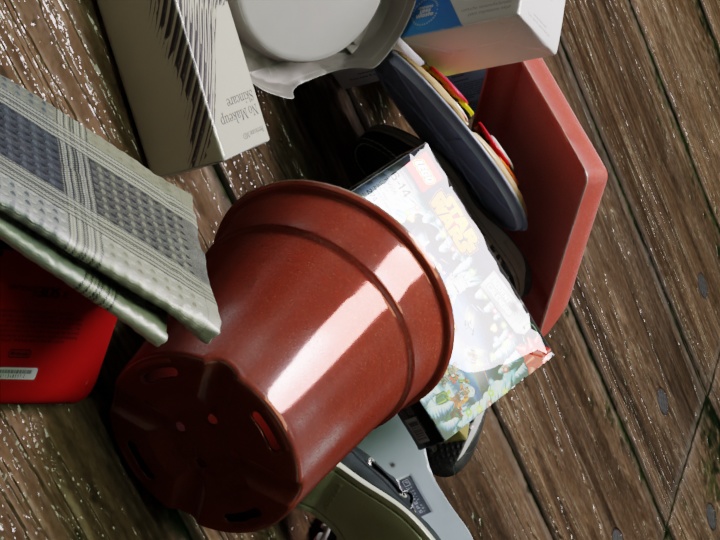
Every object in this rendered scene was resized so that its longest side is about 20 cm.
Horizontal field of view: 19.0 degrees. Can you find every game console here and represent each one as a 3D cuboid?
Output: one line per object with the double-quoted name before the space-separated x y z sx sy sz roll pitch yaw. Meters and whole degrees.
"game console" -0.246 -0.013 1.371 0.200 0.119 0.172 6 105 -61

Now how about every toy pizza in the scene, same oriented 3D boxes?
"toy pizza" 0.080 -0.116 1.792 0.200 0.032 0.200 50 -5 6

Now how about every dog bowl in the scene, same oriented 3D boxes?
"dog bowl" -0.048 -0.238 1.693 0.200 0.059 0.200 -14 115 -31

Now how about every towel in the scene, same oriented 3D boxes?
"towel" -0.180 -0.041 1.363 0.200 0.035 0.193 32 19 -25

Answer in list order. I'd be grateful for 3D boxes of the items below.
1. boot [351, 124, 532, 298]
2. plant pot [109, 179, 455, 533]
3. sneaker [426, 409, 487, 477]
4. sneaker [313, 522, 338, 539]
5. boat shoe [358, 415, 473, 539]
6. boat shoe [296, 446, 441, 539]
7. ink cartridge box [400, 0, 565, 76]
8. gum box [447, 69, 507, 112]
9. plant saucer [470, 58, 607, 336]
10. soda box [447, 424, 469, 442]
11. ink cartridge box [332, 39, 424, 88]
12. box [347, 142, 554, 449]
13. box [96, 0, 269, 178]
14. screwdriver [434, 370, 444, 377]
"boot" 0.028 -0.022 1.813 0.154 0.073 0.204 -33 70 -29
"plant pot" -0.064 0.070 1.511 0.195 0.201 0.201 -49 122 -47
"sneaker" 0.094 0.102 1.905 0.080 0.074 0.200 55 36 -42
"sneaker" 0.008 0.269 1.655 0.074 0.087 0.200 46 41 -45
"boat shoe" 0.024 0.183 1.754 0.071 0.091 0.200 -16 67 -22
"boat shoe" 0.006 0.179 1.636 0.199 0.075 0.066 36 30 7
"ink cartridge box" 0.111 -0.268 1.770 0.067 0.116 0.200 38 53 -45
"gum box" 0.089 -0.269 1.902 0.200 0.045 0.170 61 31 -31
"plant saucer" 0.148 -0.075 1.828 0.200 0.037 0.200 103 -27 -43
"soda box" 0.061 0.054 1.866 0.064 0.068 0.200 53 36 -41
"ink cartridge box" -0.017 -0.278 1.840 0.200 0.085 0.145 53 36 -42
"box" 0.048 0.019 1.663 0.137 0.040 0.200 -35 96 -36
"box" -0.139 -0.175 1.585 0.082 0.068 0.200 -34 109 -61
"screwdriver" -0.020 0.037 1.618 0.028 0.200 0.029 -8 128 -61
